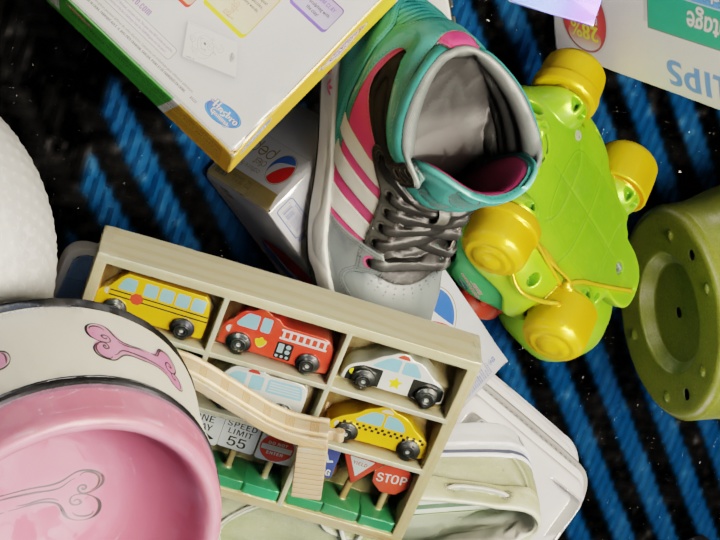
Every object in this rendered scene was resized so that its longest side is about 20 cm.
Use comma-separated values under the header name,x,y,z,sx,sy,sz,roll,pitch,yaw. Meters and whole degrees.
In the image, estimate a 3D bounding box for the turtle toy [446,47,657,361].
name,x,y,z,sx,sy,sz,roll,pitch,yaw
turtle toy,0.097,-0.022,1.339,0.200,0.101,0.146,55,49,-39

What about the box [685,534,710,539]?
name,x,y,z,sx,sy,sz,roll,pitch,yaw
box,0.184,0.308,1.543,0.196,0.117,0.201,-18,121,-30

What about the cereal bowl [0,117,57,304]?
name,x,y,z,sx,sy,sz,roll,pitch,yaw
cereal bowl,-0.232,0.002,1.086,0.199,0.083,0.201,-5,105,-19

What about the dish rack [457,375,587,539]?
name,x,y,z,sx,sy,sz,roll,pitch,yaw
dish rack,0.049,0.164,1.428,0.200,0.044,0.172,-53,131,-4

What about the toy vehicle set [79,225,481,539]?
name,x,y,z,sx,sy,sz,roll,pitch,yaw
toy vehicle set,-0.053,0.061,1.204,0.199,0.027,0.125,16,122,-9

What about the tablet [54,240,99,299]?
name,x,y,z,sx,sy,sz,roll,pitch,yaw
tablet,-0.084,0.054,1.252,0.199,0.014,0.130,13,121,-26

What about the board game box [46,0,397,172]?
name,x,y,z,sx,sy,sz,roll,pitch,yaw
board game box,-0.048,-0.171,1.149,0.153,0.040,0.200,44,79,3

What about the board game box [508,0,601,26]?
name,x,y,z,sx,sy,sz,roll,pitch,yaw
board game box,0.096,-0.206,1.197,0.045,0.200,0.135,16,101,-11

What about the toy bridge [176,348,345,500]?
name,x,y,z,sx,sy,sz,roll,pitch,yaw
toy bridge,-0.107,0.069,1.178,0.199,0.027,0.067,7,121,-1

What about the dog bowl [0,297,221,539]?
name,x,y,z,sx,sy,sz,roll,pitch,yaw
dog bowl,-0.152,0.115,1.094,0.199,0.074,0.201,-17,130,-22

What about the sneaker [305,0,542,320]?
name,x,y,z,sx,sy,sz,roll,pitch,yaw
sneaker,0.036,-0.035,1.183,0.083,0.121,0.201,-10,109,-28

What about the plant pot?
name,x,y,z,sx,sy,sz,roll,pitch,yaw
plant pot,0.269,0.014,1.444,0.192,0.200,0.201,-6,114,-21

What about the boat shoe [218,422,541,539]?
name,x,y,z,sx,sy,sz,roll,pitch,yaw
boat shoe,0.003,0.126,1.286,0.199,0.062,0.072,-9,130,-11

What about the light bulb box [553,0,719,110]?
name,x,y,z,sx,sy,sz,roll,pitch,yaw
light bulb box,0.239,-0.183,1.312,0.199,0.198,0.125,-22,119,-29

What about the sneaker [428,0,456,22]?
name,x,y,z,sx,sy,sz,roll,pitch,yaw
sneaker,-0.002,-0.151,1.245,0.087,0.076,0.201,-11,113,-16

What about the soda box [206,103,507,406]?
name,x,y,z,sx,sy,sz,roll,pitch,yaw
soda box,0.000,0.000,1.301,0.064,0.068,0.200,-45,130,-12
